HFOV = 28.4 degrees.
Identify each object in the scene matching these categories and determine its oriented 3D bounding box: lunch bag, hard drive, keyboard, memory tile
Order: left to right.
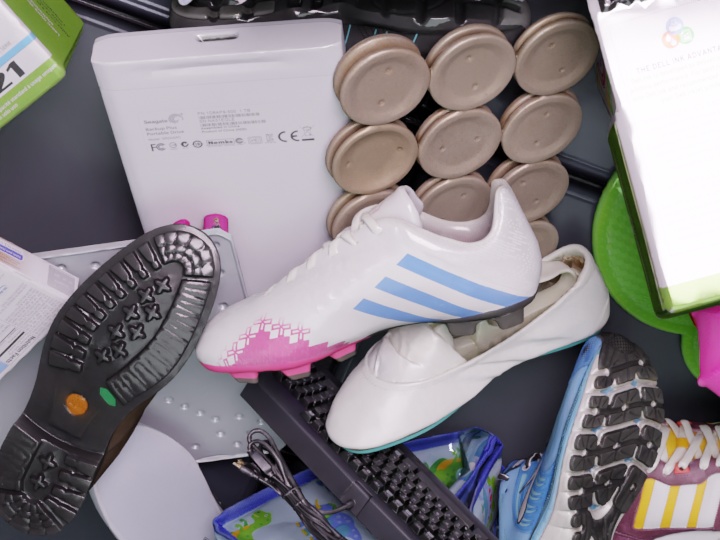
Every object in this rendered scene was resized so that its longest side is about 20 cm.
[{"bbox_3d":[-0.065,-0.054,0.806,0.131,0.027,0.201,-4,139,4],"label":"hard drive"},{"bbox_3d":[0.004,0.128,0.827,0.200,0.127,0.021,42,122,21],"label":"keyboard"},{"bbox_3d":[0.016,0.212,0.927,0.199,0.127,0.171,-23,127,-36],"label":"lunch bag"},{"bbox_3d":[0.052,-0.057,0.803,0.152,0.017,0.201,-13,140,-15],"label":"memory tile"}]

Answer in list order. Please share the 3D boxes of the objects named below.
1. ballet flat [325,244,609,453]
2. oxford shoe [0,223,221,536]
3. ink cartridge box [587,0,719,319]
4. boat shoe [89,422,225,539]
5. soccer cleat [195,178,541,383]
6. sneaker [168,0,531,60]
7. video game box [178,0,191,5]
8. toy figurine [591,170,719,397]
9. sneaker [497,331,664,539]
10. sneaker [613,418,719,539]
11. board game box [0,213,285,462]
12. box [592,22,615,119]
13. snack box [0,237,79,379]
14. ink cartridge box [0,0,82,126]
[{"bbox_3d":[0.062,0.037,0.848,0.199,0.069,0.070,-25,120,-19],"label":"ballet flat"},{"bbox_3d":[-0.142,0.051,0.811,0.072,0.084,0.201,36,107,-2],"label":"oxford shoe"},{"bbox_3d":[0.193,-0.092,0.699,0.147,0.076,0.202,-15,84,6],"label":"ink cartridge box"},{"bbox_3d":[-0.119,0.166,0.930,0.069,0.056,0.200,-48,125,-16],"label":"boat shoe"},{"bbox_3d":[0.000,0.000,0.786,0.198,0.070,0.087,-13,110,-1],"label":"soccer cleat"},{"bbox_3d":[-0.004,-0.129,0.795,0.198,0.076,0.080,0,131,7],"label":"sneaker"},{"bbox_3d":[-0.078,-0.269,0.711,0.200,0.047,0.182,-40,110,9],"label":"video game box"},{"bbox_3d":[0.228,0.038,0.815,0.149,0.185,0.201,-18,118,9],"label":"toy figurine"},{"bbox_3d":[0.119,0.129,0.885,0.078,0.090,0.202,6,107,-39],"label":"sneaker"},{"bbox_3d":[0.208,0.127,0.907,0.199,0.075,0.090,-31,116,29],"label":"sneaker"},{"bbox_3d":[-0.158,0.053,0.873,0.198,0.026,0.201,-7,135,3],"label":"board game box"},{"bbox_3d":[0.180,-0.175,0.747,0.111,0.102,0.202,-8,118,3],"label":"box"},{"bbox_3d":[-0.249,0.052,0.828,0.072,0.024,0.200,30,126,-31],"label":"snack box"},{"bbox_3d":[-0.272,-0.150,0.756,0.147,0.076,0.200,-34,115,16],"label":"ink cartridge box"}]
